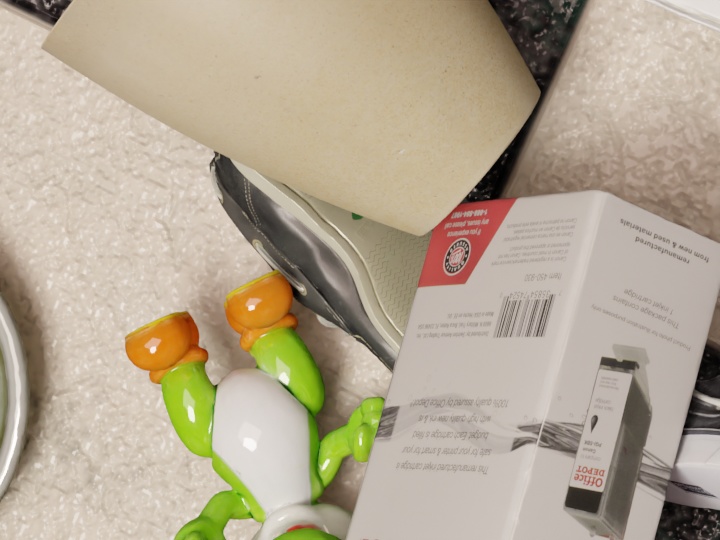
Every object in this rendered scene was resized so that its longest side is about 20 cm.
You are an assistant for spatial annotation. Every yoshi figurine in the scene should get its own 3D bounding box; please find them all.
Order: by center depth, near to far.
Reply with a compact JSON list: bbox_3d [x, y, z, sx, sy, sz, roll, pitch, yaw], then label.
[{"bbox_3d":[-0.041,0.107,1.377,0.112,0.112,0.201,-24,87,42],"label":"yoshi figurine"}]

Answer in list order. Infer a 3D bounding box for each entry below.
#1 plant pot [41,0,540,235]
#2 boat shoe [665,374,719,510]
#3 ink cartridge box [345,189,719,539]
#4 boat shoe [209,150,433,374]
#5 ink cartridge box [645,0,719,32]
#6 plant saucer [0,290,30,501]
[{"bbox_3d":[-0.017,-0.116,1.336,0.200,0.187,0.187,39,102,-6],"label":"plant pot"},{"bbox_3d":[0.183,0.076,1.290,0.072,0.200,0.068,31,79,-19],"label":"boat shoe"},{"bbox_3d":[0.078,0.072,1.306,0.147,0.083,0.201,-3,68,60],"label":"ink cartridge box"},{"bbox_3d":[0.000,0.000,1.413,0.200,0.072,0.068,47,142,6],"label":"boat shoe"},{"bbox_3d":[0.222,-0.201,1.318,0.145,0.083,0.201,24,98,17],"label":"ink cartridge box"},{"bbox_3d":[-0.261,0.066,1.499,0.199,0.050,0.201,0,90,19],"label":"plant saucer"}]
